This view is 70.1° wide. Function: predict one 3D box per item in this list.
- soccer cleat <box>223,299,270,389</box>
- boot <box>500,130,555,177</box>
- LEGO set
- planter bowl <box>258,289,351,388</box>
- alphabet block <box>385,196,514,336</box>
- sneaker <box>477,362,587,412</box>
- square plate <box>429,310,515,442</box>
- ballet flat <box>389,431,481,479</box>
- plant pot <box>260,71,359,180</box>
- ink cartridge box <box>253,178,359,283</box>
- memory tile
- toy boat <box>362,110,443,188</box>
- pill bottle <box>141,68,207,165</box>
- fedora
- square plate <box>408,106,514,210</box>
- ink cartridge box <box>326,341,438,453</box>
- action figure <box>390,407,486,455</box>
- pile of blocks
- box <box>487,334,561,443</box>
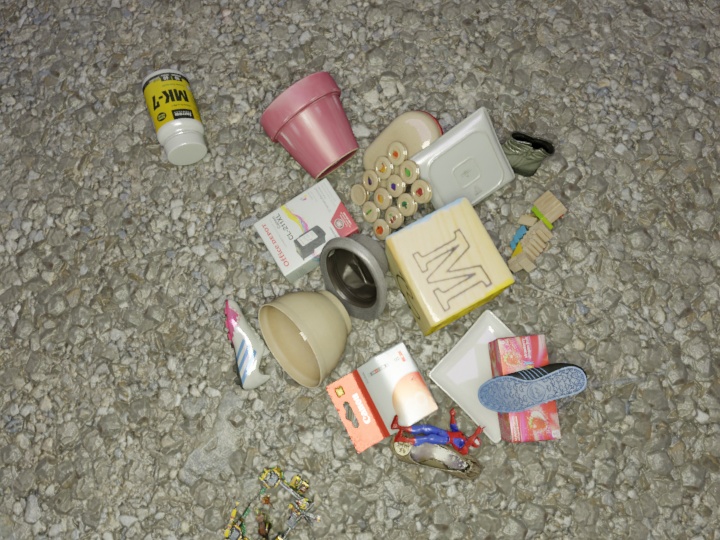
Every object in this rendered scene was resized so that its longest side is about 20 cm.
[{"bbox_3d":[-0.248,0.159,1.136,0.085,0.070,0.204,-12,82,-11],"label":"soccer cleat"},{"bbox_3d":[0.335,-0.286,1.177,0.196,0.131,0.069,16,78,5],"label":"boot"},{"bbox_3d":[-0.187,0.503,1.025,0.154,0.116,0.200,42,82,10],"label":"LEGO set"},{"bbox_3d":[-0.103,0.126,1.084,0.134,0.201,0.201,-33,77,-33],"label":"planter bowl"},{"bbox_3d":[0.178,-0.002,1.090,0.194,0.196,0.202,-27,77,-2],"label":"alphabet block"},{"bbox_3d":[0.321,0.219,0.962,0.197,0.078,0.071,-15,79,20],"label":"sneaker"},{"bbox_3d":[0.282,0.226,1.110,0.200,0.028,0.198,44,83,10],"label":"square plate"},{"bbox_3d":[0.157,0.389,1.075,0.197,0.046,0.068,19,78,6],"label":"ballet flat"},{"bbox_3d":[-0.102,-0.319,1.181,0.199,0.200,0.180,-35,95,-6],"label":"plant pot"},{"bbox_3d":[-0.121,-0.088,1.173,0.198,0.083,0.147,-33,79,-6],"label":"ink cartridge box"},{"bbox_3d":[0.063,-0.174,1.148,0.017,0.200,0.155,-19,74,-44],"label":"memory tile"},{"bbox_3d":[0.108,-0.279,1.192,0.199,0.131,0.131,-39,90,34],"label":"toy boat"},{"bbox_3d":[-0.442,-0.365,1.231,0.113,0.114,0.203,-21,78,-3],"label":"pill bottle"},{"bbox_3d":[0.000,0.000,1.122,0.175,0.203,0.090,10,39,37],"label":"fedora"},{"bbox_3d":[0.232,-0.221,1.138,0.198,0.029,0.199,-34,122,5],"label":"square plate"},{"bbox_3d":[0.045,0.271,1.105,0.198,0.050,0.164,-28,78,-8],"label":"ink cartridge box"},{"bbox_3d":[0.171,0.320,1.050,0.197,0.066,0.100,18,113,-18],"label":"action figure"},{"bbox_3d":[0.400,-0.080,1.175,0.062,0.082,0.202,33,89,-34],"label":"pile of blocks"},{"bbox_3d":[0.327,0.237,1.036,0.098,0.096,0.204,-5,77,1],"label":"box"}]
